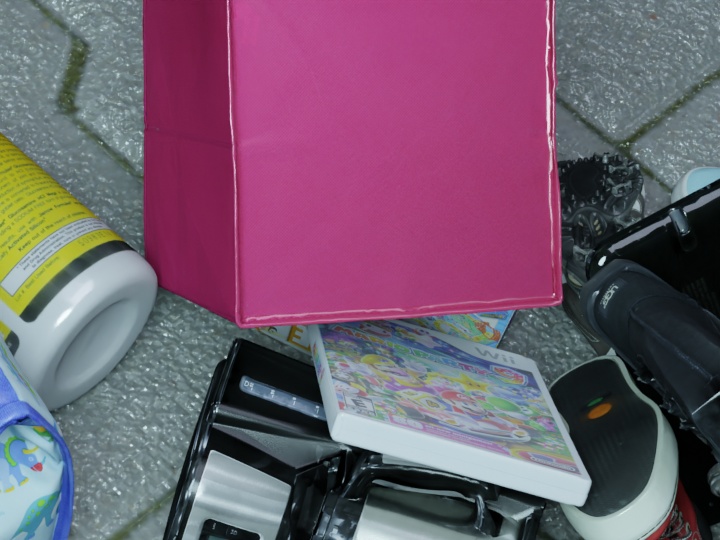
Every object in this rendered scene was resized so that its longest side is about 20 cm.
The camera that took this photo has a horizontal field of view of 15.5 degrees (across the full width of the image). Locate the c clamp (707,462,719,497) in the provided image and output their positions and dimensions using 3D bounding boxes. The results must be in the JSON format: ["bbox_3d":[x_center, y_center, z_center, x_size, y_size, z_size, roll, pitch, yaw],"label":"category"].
[{"bbox_3d":[0.233,0.185,1.504,0.027,0.171,0.201,-21,45,13],"label":"c clamp"}]

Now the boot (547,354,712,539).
[{"bbox_3d":[0.167,0.145,1.497,0.072,0.145,0.200,-27,16,8],"label":"boot"}]

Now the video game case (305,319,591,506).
[{"bbox_3d":[0.044,0.070,1.473,0.143,0.018,0.200,16,15,-10],"label":"video game case"}]

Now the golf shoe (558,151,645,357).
[{"bbox_3d":[0.150,-0.008,1.692,0.077,0.095,0.200,-5,26,4],"label":"golf shoe"}]

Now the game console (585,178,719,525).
[{"bbox_3d":[0.225,0.025,1.630,0.175,0.201,0.116,-27,22,-10],"label":"game console"}]

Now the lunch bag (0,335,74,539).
[{"bbox_3d":[-0.236,0.073,1.420,0.127,0.200,0.170,-22,61,-31],"label":"lunch bag"}]

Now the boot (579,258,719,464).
[{"bbox_3d":[0.216,0.075,1.453,0.164,0.066,0.200,30,5,-22],"label":"boot"}]

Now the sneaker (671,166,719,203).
[{"bbox_3d":[0.309,-0.040,1.750,0.199,0.082,0.074,16,48,-3],"label":"sneaker"}]

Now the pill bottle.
[{"bbox_3d":[-0.224,-0.019,1.555,0.200,0.113,0.112,41,52,17],"label":"pill bottle"}]

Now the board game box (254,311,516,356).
[{"bbox_3d":[0.000,0.000,1.658,0.199,0.034,0.135,26,50,5],"label":"board game box"}]

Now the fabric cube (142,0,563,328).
[{"bbox_3d":[-0.010,-0.081,1.516,0.195,0.199,0.201,-2,97,-17],"label":"fabric cube"}]

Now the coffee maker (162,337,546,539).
[{"bbox_3d":[-0.003,0.128,1.509,0.199,0.135,0.192,20,16,-1],"label":"coffee maker"}]
